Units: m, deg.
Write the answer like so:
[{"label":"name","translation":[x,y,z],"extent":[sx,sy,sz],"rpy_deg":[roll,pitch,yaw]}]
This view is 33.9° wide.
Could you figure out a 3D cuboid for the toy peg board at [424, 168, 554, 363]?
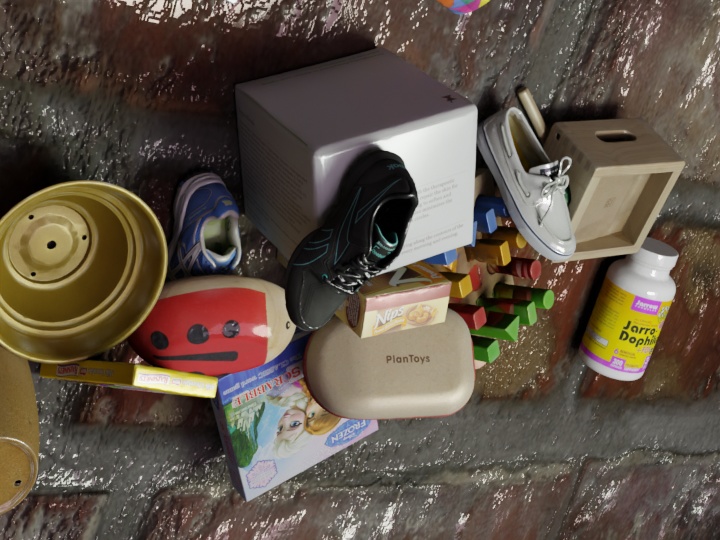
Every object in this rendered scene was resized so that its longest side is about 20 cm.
[{"label":"toy peg board","translation":[0.152,0.004,1.476],"extent":[0.200,0.097,0.200],"rpy_deg":[-37,123,-41]}]

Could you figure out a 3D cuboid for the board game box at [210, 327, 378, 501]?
[{"label":"board game box","translation":[-0.079,0.156,1.436],"extent":[0.199,0.041,0.200],"rpy_deg":[-26,129,-22]}]

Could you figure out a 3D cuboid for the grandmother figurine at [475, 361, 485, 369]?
[{"label":"grandmother figurine","translation":[0.127,0.059,1.585],"extent":[0.121,0.060,0.201],"rpy_deg":[-56,143,-34]}]

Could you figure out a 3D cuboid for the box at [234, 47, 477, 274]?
[{"label":"box","translation":[-0.007,-0.115,1.286],"extent":[0.198,0.200,0.172],"rpy_deg":[-19,127,-24]}]

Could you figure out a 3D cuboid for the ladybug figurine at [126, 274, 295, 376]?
[{"label":"ladybug figurine","translation":[-0.164,0.067,1.294],"extent":[0.199,0.072,0.136],"rpy_deg":[-4,139,-12]}]

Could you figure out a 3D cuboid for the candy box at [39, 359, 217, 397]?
[{"label":"candy box","translation":[-0.249,0.113,1.257],"extent":[0.102,0.199,0.027],"rpy_deg":[12,81,-40]}]

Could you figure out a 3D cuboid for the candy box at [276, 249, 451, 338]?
[{"label":"candy box","translation":[0.000,0.000,1.360],"extent":[0.115,0.200,0.056],"rpy_deg":[-10,122,-30]}]

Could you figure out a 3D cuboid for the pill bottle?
[{"label":"pill bottle","translation":[0.401,0.054,1.751],"extent":[0.104,0.104,0.201],"rpy_deg":[-1,116,-36]}]

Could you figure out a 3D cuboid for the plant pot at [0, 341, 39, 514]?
[{"label":"plant pot","translation":[-0.395,0.148,1.163],"extent":[0.186,0.200,0.187],"rpy_deg":[-17,125,-26]}]

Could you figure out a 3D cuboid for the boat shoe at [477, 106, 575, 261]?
[{"label":"boat shoe","translation":[0.224,-0.113,1.459],"extent":[0.074,0.203,0.086],"rpy_deg":[-22,173,-40]}]

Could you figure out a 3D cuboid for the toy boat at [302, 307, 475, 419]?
[{"label":"toy boat","translation":[0.029,0.111,1.388],"extent":[0.199,0.131,0.131],"rpy_deg":[0,78,-15]}]

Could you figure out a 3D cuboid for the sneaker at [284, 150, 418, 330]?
[{"label":"sneaker","translation":[-0.010,-0.020,1.157],"extent":[0.075,0.079,0.201],"rpy_deg":[16,110,-37]}]

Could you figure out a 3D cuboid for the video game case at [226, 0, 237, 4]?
[{"label":"video game case","translation":[-0.168,-0.363,1.143],"extent":[0.199,0.018,0.144],"rpy_deg":[20,103,-42]}]

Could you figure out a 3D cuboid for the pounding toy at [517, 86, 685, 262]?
[{"label":"pounding toy","translation":[0.290,-0.129,1.559],"extent":[0.199,0.142,0.185],"rpy_deg":[-6,134,-30]}]

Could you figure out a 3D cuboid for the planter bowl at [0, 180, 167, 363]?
[{"label":"planter bowl","translation":[-0.305,-0.013,1.209],"extent":[0.200,0.083,0.201],"rpy_deg":[-16,123,-26]}]

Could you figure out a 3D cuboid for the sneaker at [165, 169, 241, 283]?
[{"label":"sneaker","translation":[-0.177,-0.007,1.311],"extent":[0.075,0.077,0.201],"rpy_deg":[-11,125,-33]}]

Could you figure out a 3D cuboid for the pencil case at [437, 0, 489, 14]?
[{"label":"pencil case","translation":[0.066,-0.351,1.281],"extent":[0.200,0.088,0.089],"rpy_deg":[22,102,-44]}]
